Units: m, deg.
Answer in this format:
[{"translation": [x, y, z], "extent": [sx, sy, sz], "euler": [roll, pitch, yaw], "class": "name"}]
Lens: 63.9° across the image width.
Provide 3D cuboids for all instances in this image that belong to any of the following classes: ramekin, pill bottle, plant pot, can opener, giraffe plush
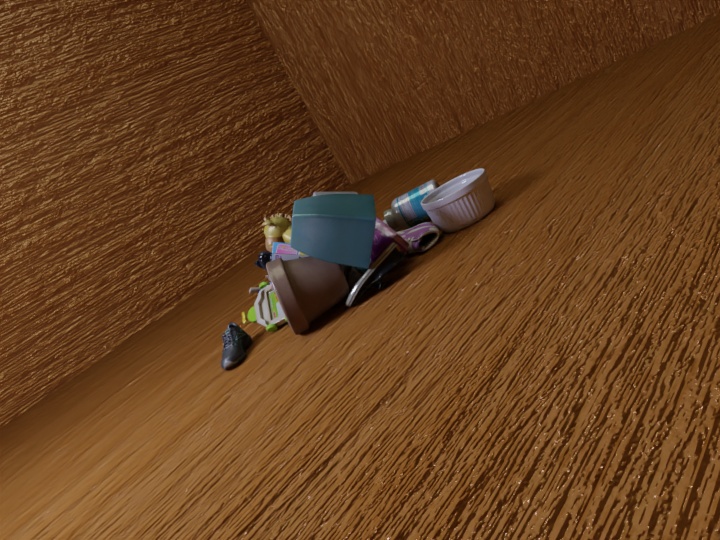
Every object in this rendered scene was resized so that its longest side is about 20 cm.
[{"translation": [0.278, -0.190, 1.612], "extent": [0.199, 0.105, 0.200], "euler": [-29, 14, 8], "class": "ramekin"}, {"translation": [0.177, -0.206, 1.885], "extent": [0.199, 0.111, 0.111], "euler": [-25, 14, 21], "class": "pill bottle"}, {"translation": [-0.124, 0.042, 1.478], "extent": [0.174, 0.201, 0.200], "euler": [-22, 12, -5], "class": "plant pot"}, {"translation": [-0.218, -0.031, 1.753], "extent": [0.199, 0.064, 0.079], "euler": [-1, 12, -26], "class": "can opener"}, {"translation": [-0.071, -0.108, 1.435], "extent": [0.199, 0.142, 0.142], "euler": [6, 31, -5], "class": "plant pot"}, {"translation": [-0.207, -0.097, 1.670], "extent": [0.173, 0.161, 0.201], "euler": [114, 168, -62], "class": "giraffe plush"}]

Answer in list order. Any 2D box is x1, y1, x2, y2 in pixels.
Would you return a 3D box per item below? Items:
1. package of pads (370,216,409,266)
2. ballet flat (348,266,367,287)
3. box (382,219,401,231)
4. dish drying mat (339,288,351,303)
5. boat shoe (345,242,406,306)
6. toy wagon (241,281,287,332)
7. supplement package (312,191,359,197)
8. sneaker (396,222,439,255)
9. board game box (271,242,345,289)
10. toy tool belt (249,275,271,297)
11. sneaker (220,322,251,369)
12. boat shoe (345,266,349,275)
[{"translation": [0.031, -0.081, 1.583], "extent": [0.121, 0.076, 0.200], "euler": [-51, 42, 5], "class": "package of pads"}, {"translation": [0.000, 0.000, 1.617], "extent": [0.064, 0.075, 0.200], "euler": [-62, -3, 19], "class": "ballet flat"}, {"translation": [0.121, -0.170, 2.053], "extent": [0.199, 0.036, 0.144], "euler": [-31, 13, -7], "class": "box"}, {"translation": [-0.112, 0.092, 1.617], "extent": [0.199, 0.018, 0.077], "euler": [-18, 19, 43], "class": "dish drying mat"}, {"translation": [0.039, 0.019, 1.455], "extent": [0.200, 0.062, 0.075], "euler": [-48, 2, -8], "class": "boat shoe"}, {"translation": [-0.256, 0.100, 1.671], "extent": [0.199, 0.040, 0.156], "euler": [-28, 56, 20], "class": "toy wagon"}, {"translation": [-0.056, -0.133, 1.784], "extent": [0.150, 0.153, 0.200], "euler": [-3, 33, -22], "class": "supplement package"}, {"translation": [0.123, -0.070, 1.587], "extent": [0.200, 0.073, 0.114], "euler": [-29, 16, 6], "class": "sneaker"}, {"translation": [-0.142, -0.005, 1.575], "extent": [0.199, 0.153, 0.040], "euler": [4, 48, -8], "class": "board game box"}, {"translation": [-0.241, 0.061, 1.757], "extent": [0.199, 0.123, 0.125], "euler": [-21, 50, 41], "class": "toy tool belt"}, {"translation": [-0.359, 0.208, 1.600], "extent": [0.075, 0.080, 0.200], "euler": [-29, 14, 5], "class": "sneaker"}, {"translation": [-0.088, -0.022, 1.825], "extent": [0.074, 0.093, 0.200], "euler": [-27, 13, 14], "class": "boat shoe"}]
